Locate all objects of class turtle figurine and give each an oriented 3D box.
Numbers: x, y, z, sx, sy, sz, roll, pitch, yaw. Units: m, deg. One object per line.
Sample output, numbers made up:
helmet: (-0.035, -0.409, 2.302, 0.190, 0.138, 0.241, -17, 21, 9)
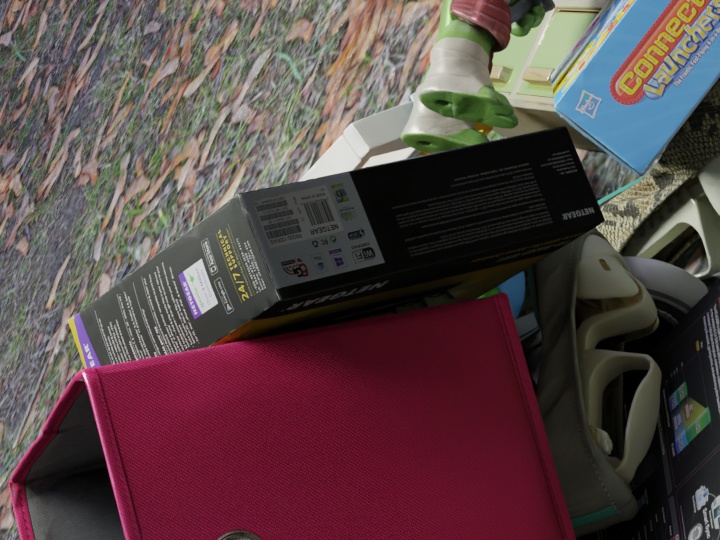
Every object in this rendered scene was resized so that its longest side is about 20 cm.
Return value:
turtle figurine: (0.098, -0.154, 1.283, 0.144, 0.200, 0.195, -7, 63, 51)

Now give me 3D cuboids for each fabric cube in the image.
fabric cube: (-0.028, 0.144, 1.095, 0.200, 0.198, 0.197, 132, 126, -64)

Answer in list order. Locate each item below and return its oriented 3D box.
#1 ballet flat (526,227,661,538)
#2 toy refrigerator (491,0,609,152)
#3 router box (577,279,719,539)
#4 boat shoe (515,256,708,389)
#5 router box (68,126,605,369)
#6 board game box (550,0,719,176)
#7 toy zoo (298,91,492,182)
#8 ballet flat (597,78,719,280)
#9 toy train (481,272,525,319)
ballet flat: (0.113, 0.039, 1.150, 0.063, 0.067, 0.201, -16, 45, 26)
toy refrigerator: (0.116, -0.121, 1.459, 0.076, 0.070, 0.200, -65, 22, -2)
router box: (0.162, 0.115, 1.102, 0.150, 0.062, 0.201, -51, 25, 34)
boat shoe: (0.114, 0.049, 1.276, 0.200, 0.070, 0.067, -29, 40, 59)
router box: (-0.011, 0.000, 1.118, 0.157, 0.199, 0.052, -33, 75, 49)
board game box: (0.179, -0.153, 1.244, 0.200, 0.056, 0.196, -53, 2, 9)
toy zoo: (0.000, -0.044, 1.394, 0.200, 0.131, 0.021, -45, 73, 35)
ballet flat: (0.177, -0.037, 1.251, 0.200, 0.068, 0.076, -48, 48, 49)
toy train: (0.000, 0.000, 1.331, 0.199, 0.085, 0.116, 10, 55, 33)
